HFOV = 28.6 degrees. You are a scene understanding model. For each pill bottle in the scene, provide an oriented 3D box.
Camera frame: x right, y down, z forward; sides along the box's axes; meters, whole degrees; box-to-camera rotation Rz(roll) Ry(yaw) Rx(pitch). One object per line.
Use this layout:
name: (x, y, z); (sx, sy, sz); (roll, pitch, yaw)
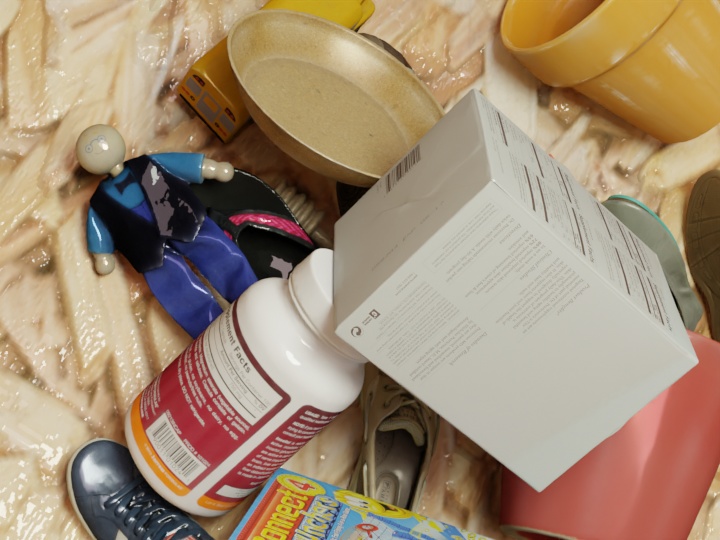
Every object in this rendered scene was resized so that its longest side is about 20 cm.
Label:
pill bottle: (-0.071, 0.080, 1.030); (0.113, 0.200, 0.113); (39, 23, -20)

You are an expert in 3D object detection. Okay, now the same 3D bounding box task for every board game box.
board game box: (0.008, 0.218, 0.984); (0.194, 0.200, 0.056); (18, 100, 4)

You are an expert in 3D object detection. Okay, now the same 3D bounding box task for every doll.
doll: (-0.150, -0.035, 1.107); (0.136, 0.048, 0.200); (-41, 85, 5)

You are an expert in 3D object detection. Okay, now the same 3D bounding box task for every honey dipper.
honey dipper: (0.000, 0.000, 1.187); (0.200, 0.038, 0.038); (40, 63, -7)

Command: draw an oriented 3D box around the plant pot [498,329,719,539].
plant pot: (0.201, 0.142, 1.143); (0.199, 0.200, 0.179); (21, 75, -14)

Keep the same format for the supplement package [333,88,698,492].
supplement package: (0.102, 0.014, 0.989); (0.200, 0.152, 0.151); (39, 23, -20)

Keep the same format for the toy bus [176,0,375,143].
toy bus: (-0.065, -0.194, 1.200); (0.065, 0.078, 0.200); (46, 63, -2)

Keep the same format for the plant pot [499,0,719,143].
plant pot: (0.260, -0.221, 1.289); (0.183, 0.200, 0.201); (38, 62, -24)

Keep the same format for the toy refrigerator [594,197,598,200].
toy refrigerator: (0.101, -0.008, 1.150); (0.199, 0.070, 0.077); (-13, 101, -31)

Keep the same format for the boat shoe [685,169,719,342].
boat shoe: (0.355, 0.005, 1.313); (0.064, 0.071, 0.202); (-6, 83, -30)

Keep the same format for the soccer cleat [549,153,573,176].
soccer cleat: (0.123, -0.031, 1.230); (0.199, 0.069, 0.078); (-31, 88, -30)

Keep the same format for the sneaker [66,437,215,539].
sneaker: (-0.138, 0.202, 1.037); (0.075, 0.084, 0.200); (-39, 90, -27)

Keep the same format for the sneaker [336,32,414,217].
sneaker: (0.027, -0.108, 1.208); (0.075, 0.070, 0.202); (17, 62, -39)

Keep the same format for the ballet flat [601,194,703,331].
ballet flat: (0.248, 0.012, 1.218); (0.200, 0.067, 0.064); (49, 60, -48)

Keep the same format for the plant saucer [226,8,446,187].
plant saucer: (-0.020, -0.127, 1.101); (0.199, 0.036, 0.201); (22, 36, -17)

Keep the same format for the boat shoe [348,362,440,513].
boat shoe: (0.034, 0.121, 1.134); (0.072, 0.065, 0.202); (16, 73, -13)

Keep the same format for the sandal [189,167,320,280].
sandal: (-0.068, -0.012, 1.143); (0.200, 0.045, 0.075); (40, 99, -7)
